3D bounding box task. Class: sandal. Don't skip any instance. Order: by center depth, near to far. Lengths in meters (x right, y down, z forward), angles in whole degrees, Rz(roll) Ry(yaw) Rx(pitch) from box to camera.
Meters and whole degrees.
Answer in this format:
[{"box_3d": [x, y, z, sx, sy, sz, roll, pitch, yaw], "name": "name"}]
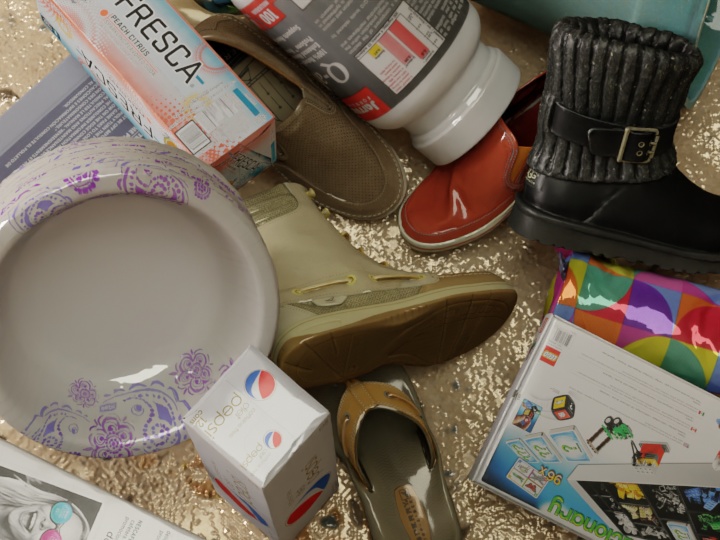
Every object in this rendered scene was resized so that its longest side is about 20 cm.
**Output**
[{"box_3d": [0.015, 0.120, 1.048, 0.080, 0.054, 0.201, -21, 65, -8], "name": "sandal"}]

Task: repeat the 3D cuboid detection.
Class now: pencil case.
[{"box_3d": [0.223, 0.041, 1.066, 0.199, 0.088, 0.089, 18, 70, 5], "name": "pencil case"}]

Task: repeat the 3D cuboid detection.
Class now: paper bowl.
[{"box_3d": [-0.159, 0.011, 0.967, 0.200, 0.201, 0.104, -19, 30, -7], "name": "paper bowl"}]

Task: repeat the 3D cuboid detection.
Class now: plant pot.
[{"box_3d": [0.189, -0.246, 1.127, 0.195, 0.200, 0.201, 21, 70, 17], "name": "plant pot"}]

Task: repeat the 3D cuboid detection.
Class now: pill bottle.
[{"box_3d": [0.014, -0.175, 1.080, 0.200, 0.116, 0.116, 40, 72, -17], "name": "pill bottle"}]

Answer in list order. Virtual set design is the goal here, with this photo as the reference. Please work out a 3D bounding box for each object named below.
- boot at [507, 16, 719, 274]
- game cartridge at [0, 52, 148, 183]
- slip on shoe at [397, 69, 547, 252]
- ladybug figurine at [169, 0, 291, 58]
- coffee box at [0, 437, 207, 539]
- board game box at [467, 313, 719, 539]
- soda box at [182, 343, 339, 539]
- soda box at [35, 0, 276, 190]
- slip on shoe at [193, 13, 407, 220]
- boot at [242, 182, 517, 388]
[{"box_3d": [0.214, -0.086, 1.053, 0.210, 0.079, 0.159, 8, 109, -20], "name": "boot"}, {"box_3d": [-0.196, -0.073, 1.061, 0.133, 0.041, 0.200, 40, 73, 18], "name": "game cartridge"}, {"box_3d": [0.105, -0.089, 1.105, 0.200, 0.061, 0.074, -37, 55, 10], "name": "slip on shoe"}, {"box_3d": [-0.085, -0.218, 1.169, 0.199, 0.072, 0.137, -5, 70, -3], "name": "ladybug figurine"}, {"box_3d": [-0.179, 0.250, 0.923, 0.197, 0.200, 0.201, 24, 70, 8], "name": "coffee box"}, {"box_3d": [0.189, 0.130, 1.021, 0.199, 0.035, 0.127, 27, 88, -2], "name": "board game box"}, {"box_3d": [-0.060, 0.120, 0.972, 0.068, 0.200, 0.064, 39, 75, 14], "name": "soda box"}, {"box_3d": [-0.142, -0.140, 1.034, 0.063, 0.068, 0.200, -37, 74, -16], "name": "soda box"}, {"box_3d": [-0.047, -0.109, 1.102, 0.076, 0.061, 0.200, -43, 98, 10], "name": "slip on shoe"}, {"box_3d": [0.000, 0.000, 1.083, 0.199, 0.073, 0.156, -12, 48, -28], "name": "boot"}]
